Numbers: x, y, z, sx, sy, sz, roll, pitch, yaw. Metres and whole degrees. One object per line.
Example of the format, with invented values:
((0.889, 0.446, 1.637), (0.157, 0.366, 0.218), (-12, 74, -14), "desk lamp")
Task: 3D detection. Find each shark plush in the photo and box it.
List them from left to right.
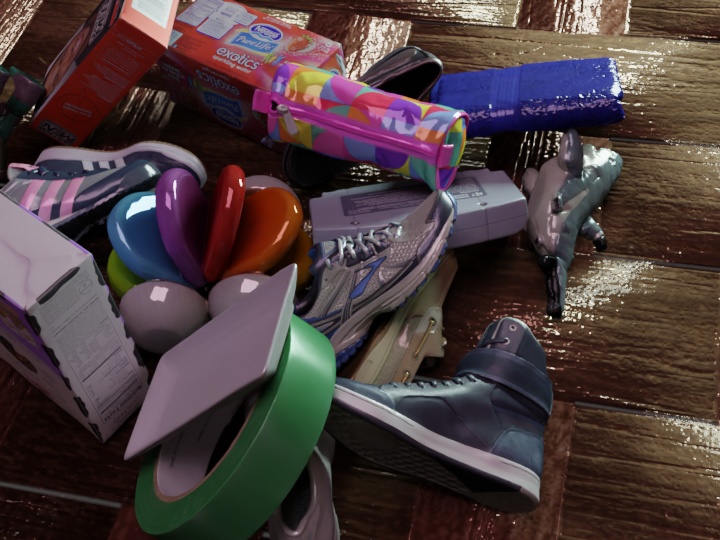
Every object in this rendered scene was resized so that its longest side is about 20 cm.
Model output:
((0.206, -0.050, 0.965), (0.083, 0.091, 0.201), (25, 46, -13), "shark plush")

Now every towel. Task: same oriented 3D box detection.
((0.166, -0.169, 1.044), (0.198, 0.050, 0.148), (-4, 28, 13), "towel")

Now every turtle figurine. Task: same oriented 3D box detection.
((-0.419, -0.126, 1.083), (0.100, 0.150, 0.201), (33, 95, 0), "turtle figurine")

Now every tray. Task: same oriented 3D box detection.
((-0.114, 0.078, 0.798), (0.200, 0.022, 0.108), (-33, 31, 40), "tray")

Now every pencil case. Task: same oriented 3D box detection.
((0.002, -0.138, 0.973), (0.199, 0.089, 0.089), (17, 55, 15), "pencil case")

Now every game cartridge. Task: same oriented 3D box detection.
((0.051, -0.053, 0.965), (0.198, 0.041, 0.133), (-8, 17, -1), "game cartridge")

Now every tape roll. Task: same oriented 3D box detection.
((-0.100, 0.123, 0.800), (0.200, 0.048, 0.201), (-43, 26, 27), "tape roll")

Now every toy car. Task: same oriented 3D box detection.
((-0.143, -0.029, 0.939), (0.198, 0.150, 0.176), (-5, 51, 4), "toy car")

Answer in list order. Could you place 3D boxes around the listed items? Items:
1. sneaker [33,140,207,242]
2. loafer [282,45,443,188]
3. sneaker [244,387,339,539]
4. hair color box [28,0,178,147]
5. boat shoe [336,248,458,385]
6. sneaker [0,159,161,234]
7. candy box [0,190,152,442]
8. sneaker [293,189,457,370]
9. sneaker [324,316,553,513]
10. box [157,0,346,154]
((-0.260, -0.072, 1.040), (0.198, 0.070, 0.109), (2, 47, 18), "sneaker")
((0.003, -0.159, 1.048), (0.200, 0.072, 0.063), (-43, 25, -8), "loafer")
((-0.057, 0.144, 0.830), (0.075, 0.089, 0.201), (-15, 51, -3), "sneaker")
((-0.277, -0.228, 1.099), (0.200, 0.061, 0.102), (-36, 38, 38), "hair color box")
((0.040, 0.061, 0.904), (0.065, 0.072, 0.200), (41, 57, -10), "boat shoe")
((-0.292, -0.076, 0.966), (0.199, 0.070, 0.083), (-25, 88, -9), "sneaker")
((-0.278, 0.033, 0.876), (0.167, 0.201, 0.072), (30, 61, 27), "candy box")
((0.000, 0.000, 0.869), (0.200, 0.085, 0.077), (-47, 11, 8), "sneaker")
((0.064, 0.093, 0.832), (0.201, 0.077, 0.147), (24, 60, -9), "sneaker")
((-0.119, -0.216, 1.119), (0.199, 0.096, 0.100), (27, 61, 26), "box")
